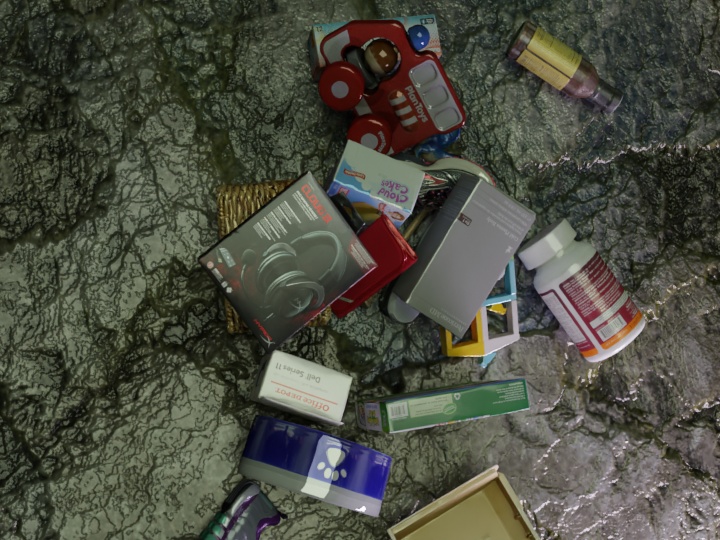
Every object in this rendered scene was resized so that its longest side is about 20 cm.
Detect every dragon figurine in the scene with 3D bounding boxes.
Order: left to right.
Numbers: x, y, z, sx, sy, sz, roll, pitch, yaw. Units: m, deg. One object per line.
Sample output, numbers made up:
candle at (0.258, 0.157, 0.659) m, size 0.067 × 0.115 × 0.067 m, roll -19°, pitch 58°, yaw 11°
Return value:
dragon figurine at (0.115, -0.216, 1.342) m, size 0.098 × 0.059 × 0.204 m, roll -15°, pitch 86°, yaw -14°

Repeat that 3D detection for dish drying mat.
dish drying mat at (0.000, 0.000, 1.223) m, size 0.077 × 0.200 × 0.018 m, roll 52°, pitch 48°, yaw 1°

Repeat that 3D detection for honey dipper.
honey dipper at (0.055, -0.032, 1.315) m, size 0.038 × 0.038 × 0.201 m, roll 37°, pitch 75°, yaw -5°

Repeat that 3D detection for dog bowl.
dog bowl at (-0.060, 0.260, 1.165) m, size 0.196 × 0.200 × 0.080 m, roll 19°, pitch 76°, yaw -9°

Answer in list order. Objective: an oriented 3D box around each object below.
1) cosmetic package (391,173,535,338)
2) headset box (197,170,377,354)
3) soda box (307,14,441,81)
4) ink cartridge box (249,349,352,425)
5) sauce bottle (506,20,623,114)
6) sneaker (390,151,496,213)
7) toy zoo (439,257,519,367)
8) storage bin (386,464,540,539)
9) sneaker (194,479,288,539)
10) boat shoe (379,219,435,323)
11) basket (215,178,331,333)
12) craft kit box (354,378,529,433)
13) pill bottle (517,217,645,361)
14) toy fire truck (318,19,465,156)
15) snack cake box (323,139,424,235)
cosmetic package at (0.142, -0.021, 1.223) m, size 0.106 × 0.090 × 0.203 m, roll 29°, pitch 91°, yaw -16°
headset box at (-0.085, -0.018, 1.112) m, size 0.199 × 0.077 × 0.150 m, roll -38°, pitch 100°, yaw -4°
soda box at (0.020, -0.340, 1.337) m, size 0.196 × 0.064 × 0.070 m, roll -8°, pitch 83°, yaw -14°
ink cartridge box at (-0.080, 0.158, 1.174) m, size 0.115 × 0.200 × 0.069 m, roll 20°, pitch 78°, yaw -8°
sauce bottle at (0.329, -0.320, 1.401) m, size 0.198 × 0.065 × 0.065 m, roll 33°, pitch 77°, yaw -7°
sneaker at (0.103, -0.118, 1.292) m, size 0.196 × 0.081 × 0.076 m, roll 7°, pitch 53°, yaw 13°
toy zoo at (0.175, 0.046, 1.309) m, size 0.129 × 0.020 × 0.205 m, roll -10°, pitch 100°, yaw -23°
storage bin at (0.167, 0.410, 1.214) m, size 0.196 × 0.094 × 0.202 m, roll -26°, pitch 67°, yaw -13°
sneaker at (-0.185, 0.389, 1.187) m, size 0.087 × 0.074 × 0.201 m, roll 42°, pitch 75°, yaw -8°
boat shoe at (0.093, -0.013, 1.307) m, size 0.069 × 0.056 × 0.201 m, roll 42°, pitch 75°, yaw -28°
basket at (-0.122, -0.022, 1.217) m, size 0.146 × 0.143 × 0.205 m, roll -6°, pitch 95°, yaw -9°
craft kit box at (0.106, 0.186, 1.213) m, size 0.196 × 0.197 × 0.050 m, roll -7°, pitch 86°, yaw -12°
pill bottle at (0.332, 0.028, 1.328) m, size 0.109 × 0.110 × 0.201 m, roll -36°, pitch 91°, yaw -14°
toy fire truck at (0.040, -0.263, 1.232) m, size 0.165 × 0.113 × 0.202 m, roll -23°, pitch 114°, yaw 18°
snack cake box at (0.001, -0.093, 1.225) m, size 0.113 × 0.200 × 0.068 m, roll 23°, pitch 68°, yaw -7°
